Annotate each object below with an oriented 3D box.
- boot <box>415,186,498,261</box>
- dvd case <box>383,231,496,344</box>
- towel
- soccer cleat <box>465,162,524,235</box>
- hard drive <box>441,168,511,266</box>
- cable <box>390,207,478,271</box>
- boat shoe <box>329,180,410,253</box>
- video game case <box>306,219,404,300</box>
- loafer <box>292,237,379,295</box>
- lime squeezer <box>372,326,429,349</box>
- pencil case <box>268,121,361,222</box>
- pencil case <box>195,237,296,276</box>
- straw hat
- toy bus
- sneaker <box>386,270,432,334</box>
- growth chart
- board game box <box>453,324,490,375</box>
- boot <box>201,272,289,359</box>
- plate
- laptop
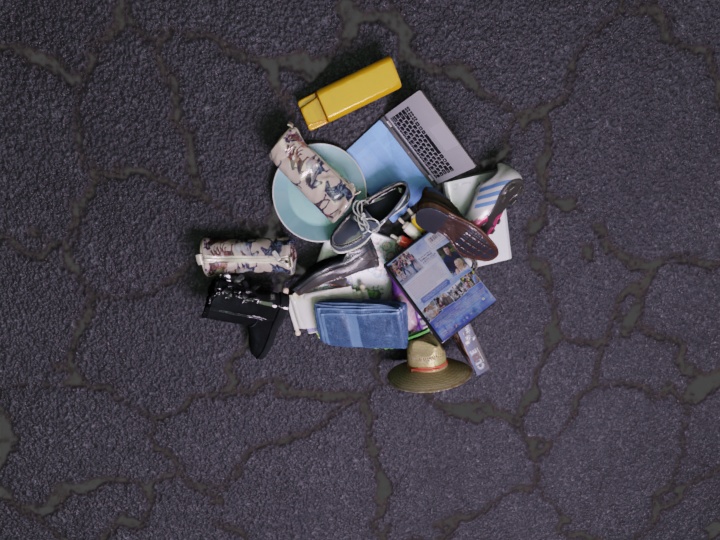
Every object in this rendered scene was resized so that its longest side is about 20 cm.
[{"bbox_3d":[0.200,-0.099,1.049,0.198,0.098,0.075,30,130,-18],"label":"boot"},{"bbox_3d":[0.159,0.026,1.048,0.142,0.018,0.201,-36,78,-3],"label":"dvd case"},{"bbox_3d":[0.003,0.116,1.096,0.196,0.049,0.113,0,118,15],"label":"towel"},{"bbox_3d":[0.264,-0.135,1.094,0.069,0.087,0.201,11,129,-36],"label":"soccer cleat"},{"bbox_3d":[0.259,-0.110,1.143,0.130,0.026,0.203,-13,107,-3],"label":"hard drive"},{"bbox_3d":[0.153,-0.039,1.099,0.199,0.050,0.098,35,93,5],"label":"cable"},{"bbox_3d":[0.019,-0.109,1.041,0.198,0.062,0.075,-33,79,-3],"label":"boat shoe"},{"bbox_3d":[0.000,0.000,1.145,0.197,0.024,0.185,18,103,-11],"label":"video game case"},{"bbox_3d":[-0.050,0.006,1.091,0.198,0.073,0.073,-29,107,2],"label":"loafer"},{"bbox_3d":[0.056,0.143,1.143,0.196,0.038,0.072,4,114,15],"label":"lime squeezer"},{"bbox_3d":[-0.093,-0.194,1.020,0.089,0.078,0.200,-44,98,10],"label":"pencil case"},{"bbox_3d":[-0.232,-0.029,1.067,0.196,0.089,0.079,-1,91,-6],"label":"pencil case"},{"bbox_3d":[0.142,0.186,1.126,0.197,0.201,0.087,-9,99,-4],"label":"straw hat"},{"bbox_3d":[-0.024,-0.345,1.016,0.197,0.078,0.066,-25,107,1],"label":"toy bus"},{"bbox_3d":[0.093,0.078,1.135,0.087,0.081,0.202,-24,122,6],"label":"sneaker"},{"bbox_3d":[-0.066,0.094,1.148,0.196,0.018,0.147,-5,119,1],"label":"growth chart"},{"bbox_3d":[0.216,0.116,1.145,0.034,0.136,0.202,-26,106,2],"label":"board game box"},{"bbox_3d":[-0.251,0.099,1.083,0.160,0.074,0.200,13,128,-22],"label":"boot"},{"bbox_3d":[-0.085,-0.161,1.077,0.196,0.026,0.204,0,96,-5],"label":"plate"},{"bbox_3d":[0.093,-0.222,1.049,0.188,0.199,0.116,48,62,-16],"label":"laptop"}]
